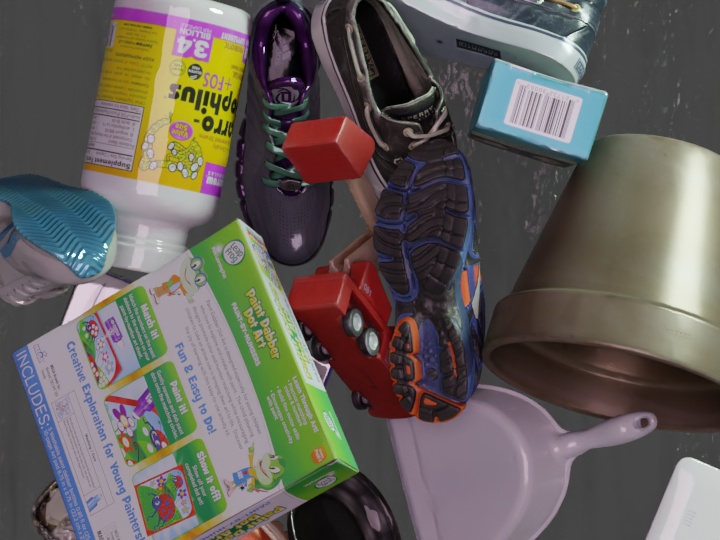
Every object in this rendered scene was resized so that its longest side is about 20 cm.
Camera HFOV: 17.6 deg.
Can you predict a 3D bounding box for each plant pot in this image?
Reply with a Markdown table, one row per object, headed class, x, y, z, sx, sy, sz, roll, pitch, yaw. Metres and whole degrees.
| class | x | y | z | sx | sy | sz | roll | pitch | yaw |
| --- | --- | --- | --- | --- | --- | --- | --- | --- | --- |
| plant pot | 0.200 | 0.003 | 1.663 | 0.199 | 0.200 | 0.174 | 14 | 75 | 1 |

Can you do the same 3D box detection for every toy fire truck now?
| class | x | y | z | sx | sy | sz | roll | pitch | yaw |
| --- | --- | --- | --- | --- | --- | --- | --- | --- | --- |
| toy fire truck | 0.000 | 0.000 | 1.687 | 0.049 | 0.200 | 0.142 | -6 | 52 | 30 |

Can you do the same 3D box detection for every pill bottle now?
| class | x | y | z | sx | sy | sz | roll | pitch | yaw |
| --- | --- | --- | --- | --- | --- | --- | --- | --- | --- |
| pill bottle | -0.145 | -0.099 | 1.700 | 0.104 | 0.104 | 0.201 | 11 | 91 | 1 |

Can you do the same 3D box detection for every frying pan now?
| class | x | y | z | sx | sy | sz | roll | pitch | yaw |
| --- | --- | --- | --- | --- | --- | --- | --- | --- | --- |
| frying pan | -0.003 | 0.230 | 1.695 | 0.031 | 0.115 | 0.191 | -28 | 71 | 37 |

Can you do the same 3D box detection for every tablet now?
| class | x | y | z | sx | sy | sz | roll | pitch | yaw |
| --- | --- | --- | --- | --- | --- | --- | --- | --- | --- |
| tablet | 0.258 | 0.253 | 1.724 | 0.130 | 0.014 | 0.201 | 23 | 86 | -5 |

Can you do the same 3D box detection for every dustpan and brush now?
| class | x | y | z | sx | sy | sz | roll | pitch | yaw |
| --- | --- | --- | --- | --- | --- | --- | --- | --- | --- |
| dustpan and brush | 0.123 | 0.136 | 1.696 | 0.199 | 0.057 | 0.140 | -22 | 78 | 38 |

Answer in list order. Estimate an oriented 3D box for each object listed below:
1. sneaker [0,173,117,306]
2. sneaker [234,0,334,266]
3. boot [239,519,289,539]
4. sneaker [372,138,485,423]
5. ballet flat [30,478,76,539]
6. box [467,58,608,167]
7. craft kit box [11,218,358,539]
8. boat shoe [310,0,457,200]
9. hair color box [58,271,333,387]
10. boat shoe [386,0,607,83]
| class | x | y | z | sx | sy | sz | roll | pitch | yaw |
| --- | --- | --- | --- | --- | --- | --- | --- | --- | --- |
| sneaker | -0.225 | -0.014 | 1.667 | 0.076 | 0.200 | 0.081 | -12 | 107 | -24 |
| sneaker | -0.060 | -0.103 | 1.706 | 0.074 | 0.088 | 0.201 | -4 | 90 | 1 |
| boot | -0.089 | 0.242 | 1.695 | 0.107 | 0.075 | 0.200 | -39 | 88 | -33 |
| sneaker | 0.055 | 0.006 | 1.675 | 0.075 | 0.078 | 0.201 | 3 | 97 | 19 |
| ballet flat | -0.162 | 0.164 | 1.673 | 0.200 | 0.072 | 0.072 | -18 | 90 | 34 |
| box | 0.122 | -0.109 | 1.645 | 0.082 | 0.200 | 0.049 | 17 | 91 | 1 |
| craft kit box | -0.125 | 0.097 | 1.614 | 0.197 | 0.048 | 0.201 | -31 | 63 | 14 |
| boat shoe | 0.029 | -0.111 | 1.692 | 0.071 | 0.064 | 0.201 | -36 | 108 | -22 |
| hair color box | -0.130 | 0.081 | 1.721 | 0.199 | 0.065 | 0.110 | 22 | 91 | -1 |
| boat shoe | 0.083 | -0.205 | 1.718 | 0.199 | 0.071 | 0.091 | 21 | 68 | 10 |
